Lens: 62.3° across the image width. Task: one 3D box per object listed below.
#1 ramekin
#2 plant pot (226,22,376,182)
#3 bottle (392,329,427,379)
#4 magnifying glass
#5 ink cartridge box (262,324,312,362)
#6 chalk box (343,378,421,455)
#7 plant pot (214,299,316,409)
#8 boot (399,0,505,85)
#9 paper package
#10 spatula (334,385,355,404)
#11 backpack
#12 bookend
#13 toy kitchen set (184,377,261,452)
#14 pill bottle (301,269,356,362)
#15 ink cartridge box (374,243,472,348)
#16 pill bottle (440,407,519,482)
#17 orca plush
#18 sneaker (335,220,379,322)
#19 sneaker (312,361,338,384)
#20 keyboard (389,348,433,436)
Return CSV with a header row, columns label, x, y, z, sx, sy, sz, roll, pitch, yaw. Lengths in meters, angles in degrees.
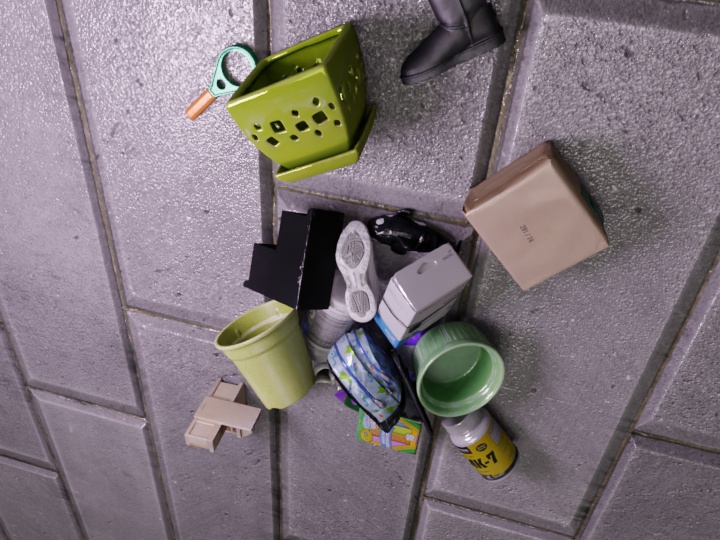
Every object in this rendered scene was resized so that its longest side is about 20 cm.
label,x,y,z,sx,sy,sz,roll,pitch,yaw
ramekin,0.205,0.209,1.295,0.195,0.098,0.204,-6,122,-10
plant pot,-0.084,-0.278,1.031,0.196,0.201,0.184,-11,126,24
bottle,0.112,0.152,1.343,0.081,0.066,0.204,5,125,14
magnifying glass,-0.270,-0.355,1.144,0.198,0.023,0.080,-31,111,30
ink cartridge box,-0.216,0.207,1.473,0.143,0.085,0.202,-22,114,29
chalk box,0.058,0.341,1.456,0.195,0.126,0.126,13,127,10
plant pot,-0.190,0.190,1.299,0.196,0.201,0.188,-15,109,26
boot,0.126,-0.409,0.945,0.194,0.074,0.164,-19,119,20
paper package,0.318,-0.098,1.081,0.189,0.104,0.201,-31,110,33
spatula,-0.067,0.271,1.509,0.056,0.021,0.202,-22,110,29
backpack,0.013,0.226,1.302,0.198,0.164,0.155,34,105,-15
bookend,-0.145,-0.039,1.256,0.197,0.091,0.204,16,100,44
toy kitchen set,-0.341,0.434,1.597,0.159,0.201,0.184,9,126,12
pill bottle,-0.068,0.107,1.338,0.112,0.115,0.202,26,127,-2
ink cartridge box,0.118,0.053,1.169,0.085,0.143,0.201,53,159,17
pill bottle,0.286,0.403,1.432,0.113,0.115,0.201,-29,111,32
orca plush,0.102,-0.050,1.202,0.197,0.072,0.106,29,128,-4
sneaker,0.000,0.000,1.232,0.076,0.099,0.206,-3,92,15
sneaker,-0.026,0.237,1.420,0.195,0.100,0.076,-8,117,12
keyboard,0.111,0.259,1.311,0.020,0.127,0.203,-25,112,-3
